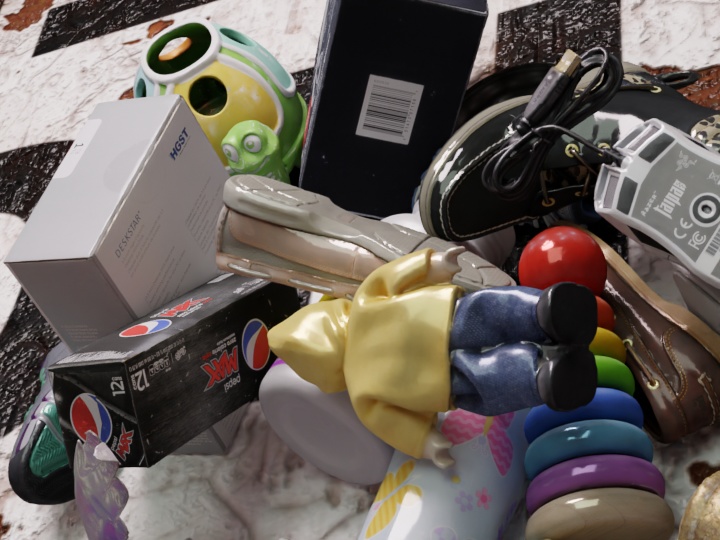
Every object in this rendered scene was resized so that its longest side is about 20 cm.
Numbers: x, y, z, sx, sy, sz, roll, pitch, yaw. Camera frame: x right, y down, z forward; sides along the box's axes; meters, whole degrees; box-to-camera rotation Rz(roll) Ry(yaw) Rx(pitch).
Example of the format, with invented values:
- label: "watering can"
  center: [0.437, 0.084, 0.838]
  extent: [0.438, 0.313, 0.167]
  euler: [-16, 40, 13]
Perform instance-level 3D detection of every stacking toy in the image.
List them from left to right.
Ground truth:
- label: "stacking toy"
  center: [0.127, 0.067, 0.997]
  extent: [0.085, 0.085, 0.202]
  euler: [-15, 59, 17]

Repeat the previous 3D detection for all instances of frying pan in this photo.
- label: "frying pan"
  center: [0.153, -0.129, 1.283]
  extent: [0.189, 0.031, 0.115]
  euler: [-22, 39, 5]

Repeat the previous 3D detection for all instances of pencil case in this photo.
- label: "pencil case"
  center: [0.045, 0.158, 0.994]
  extent: [0.083, 0.091, 0.201]
  euler: [-21, 32, 46]

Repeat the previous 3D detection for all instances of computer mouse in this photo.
- label: "computer mouse"
  center: [0.177, -0.045, 0.997]
  extent: [0.199, 0.044, 0.110]
  euler: [35, 91, 23]

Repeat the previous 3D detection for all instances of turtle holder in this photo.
- label: "turtle holder"
  center: [-0.118, -0.117, 1.357]
  extent: [0.140, 0.132, 0.186]
  euler: [-16, 40, 16]

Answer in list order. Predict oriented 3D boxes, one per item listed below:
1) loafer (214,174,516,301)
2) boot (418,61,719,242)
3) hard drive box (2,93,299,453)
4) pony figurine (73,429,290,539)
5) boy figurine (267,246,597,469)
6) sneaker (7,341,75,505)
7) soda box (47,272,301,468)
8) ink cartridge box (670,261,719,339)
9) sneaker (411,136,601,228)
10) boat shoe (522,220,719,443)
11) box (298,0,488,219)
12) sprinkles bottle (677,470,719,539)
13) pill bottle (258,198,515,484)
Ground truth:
- label: "loafer"
  center: [0.000, 0.000, 1.058]
  extent: [0.199, 0.063, 0.072]
  euler: [22, 18, 17]
- label: "boot"
  center: [0.152, -0.063, 1.067]
  extent: [0.203, 0.074, 0.153]
  euler: [-29, 32, -24]
- label: "hard drive box"
  center: [-0.137, 0.005, 1.182]
  extent: [0.076, 0.201, 0.157]
  euler: [-2, 45, 30]
- label: "pony figurine"
  center: [-0.131, 0.206, 0.988]
  extent: [0.166, 0.193, 0.200]
  euler: [34, 58, 7]
- label: "boy figurine"
  center: [0.035, 0.050, 0.974]
  extent: [0.199, 0.064, 0.126]
  euler: [-4, 86, 35]
- label: "sneaker"
  center: [-0.211, 0.100, 1.241]
  extent: [0.087, 0.075, 0.200]
  euler: [-13, 29, 35]
- label: "soda box"
  center: [-0.110, 0.060, 1.087]
  extent: [0.063, 0.071, 0.200]
  euler: [-4, 14, 31]
- label: "ink cartridge box"
  center: [0.308, -0.002, 1.002]
  extent: [0.199, 0.084, 0.145]
  euler: [-35, 38, -6]
- label: "sneaker"
  center: [0.130, -0.066, 1.195]
  extent: [0.199, 0.077, 0.086]
  euler: [-25, 43, 7]
- label: "boat shoe"
  center: [0.155, 0.036, 1.068]
  extent: [0.070, 0.071, 0.200]
  euler: [-33, 38, -11]
- label: "box"
  center: [0.023, -0.172, 1.261]
  extent: [0.103, 0.201, 0.183]
  euler: [11, 42, -5]
- label: "sprinkles bottle"
  center: [0.261, 0.161, 0.868]
  extent: [0.199, 0.068, 0.068]
  euler: [16, 56, 43]
- label: "pill bottle"
  center: [0.025, 0.035, 1.124]
  extent: [0.104, 0.105, 0.200]
  euler: [11, 53, 39]
